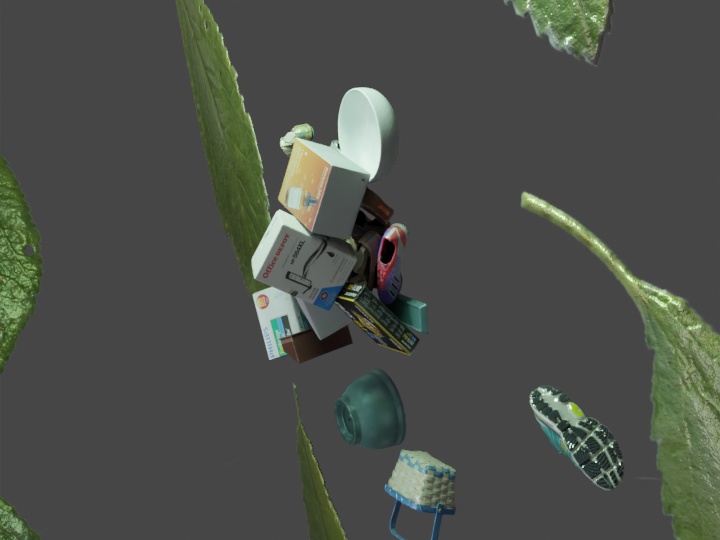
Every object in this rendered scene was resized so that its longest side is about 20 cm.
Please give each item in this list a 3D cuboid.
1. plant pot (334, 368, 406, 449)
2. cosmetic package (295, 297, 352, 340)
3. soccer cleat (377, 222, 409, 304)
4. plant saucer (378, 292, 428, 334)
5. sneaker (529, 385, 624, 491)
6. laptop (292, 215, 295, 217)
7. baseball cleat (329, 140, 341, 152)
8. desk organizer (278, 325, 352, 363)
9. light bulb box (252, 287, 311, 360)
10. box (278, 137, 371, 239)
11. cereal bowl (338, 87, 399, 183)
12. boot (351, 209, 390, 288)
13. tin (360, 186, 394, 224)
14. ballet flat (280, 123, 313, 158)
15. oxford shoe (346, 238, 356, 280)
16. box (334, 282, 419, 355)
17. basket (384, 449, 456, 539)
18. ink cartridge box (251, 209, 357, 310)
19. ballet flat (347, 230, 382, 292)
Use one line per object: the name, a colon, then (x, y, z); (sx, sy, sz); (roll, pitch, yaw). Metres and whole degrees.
plant pot: (0.012, 0.373, 1.673); (0.200, 0.131, 0.206); (36, 131, 54)
cosmetic package: (-0.122, 0.037, 1.721); (0.200, 0.121, 0.203); (48, 165, 58)
soccer cleat: (0.061, -0.006, 1.458); (0.067, 0.073, 0.205); (25, 123, 24)
plant saucer: (0.097, 0.093, 1.514); (0.199, 0.018, 0.072); (21, 119, 61)
sneaker: (0.350, 0.273, 1.046); (0.201, 0.076, 0.081); (54, 165, 47)
laptop: (-0.187, -0.196, 1.853); (0.186, 0.113, 0.207); (8, 108, 62)
baseball cleat: (-0.072, -0.277, 1.658); (0.198, 0.068, 0.110); (10, 104, 52)
desk organizer: (-0.120, 0.195, 1.783); (0.071, 0.196, 0.079); (-20, 87, 51)
light bulb box: (-0.205, 0.146, 1.913); (0.199, 0.122, 0.204); (4, -111, -74)
box: (-0.085, -0.185, 1.436); (0.200, 0.104, 0.156); (42, 118, 51)
cereal bowl: (0.028, -0.297, 1.413); (0.199, 0.081, 0.206); (35, 131, 54)
boot: (0.002, -0.046, 1.563); (0.197, 0.068, 0.179); (23, 124, 40)
tin: (0.005, -0.171, 1.493); (0.042, 0.111, 0.199); (-54, 39, 4)
ballet flat: (-0.196, -0.371, 1.852); (0.199, 0.069, 0.073); (-14, 88, 64)
oxford shoe: (-0.045, -0.045, 1.675); (0.201, 0.073, 0.072); (50, 142, 44)
box: (0.026, 0.108, 1.505); (0.200, 0.050, 0.159); (45, 166, -23)
basket: (0.135, 0.527, 1.462); (0.175, 0.136, 0.206); (10, 80, 62)
ink cartridge box: (-0.127, -0.021, 1.444); (0.148, 0.196, 0.085); (-59, 26, 17)
ballet flat: (0.000, 0.000, 1.502); (0.067, 0.067, 0.204); (27, 128, 23)
